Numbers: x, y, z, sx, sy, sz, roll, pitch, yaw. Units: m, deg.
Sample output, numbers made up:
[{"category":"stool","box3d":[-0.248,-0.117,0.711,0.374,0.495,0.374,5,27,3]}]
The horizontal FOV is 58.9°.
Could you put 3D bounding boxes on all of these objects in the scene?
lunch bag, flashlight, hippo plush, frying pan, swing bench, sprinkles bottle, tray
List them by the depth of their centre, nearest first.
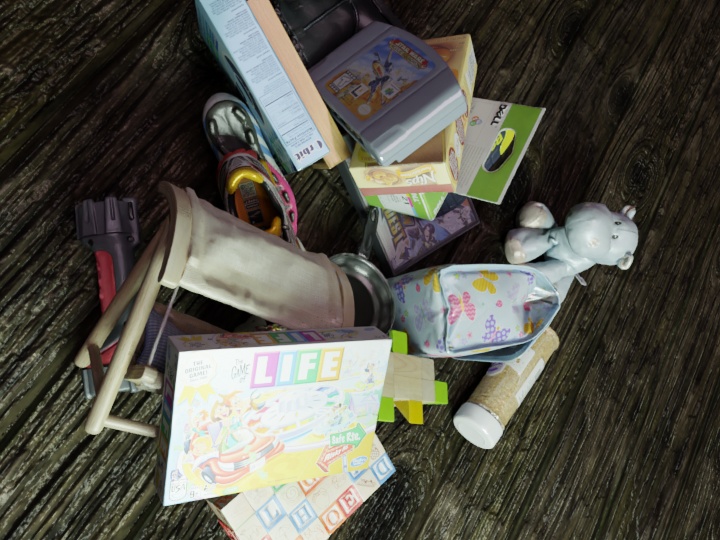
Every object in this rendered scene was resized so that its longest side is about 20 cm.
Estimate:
[{"category":"swing bench","box3d":[-0.126,0.055,0.598,0.198,0.130,0.201,25,98,-35]},{"category":"flashlight","box3d":[-0.264,0.028,0.666,0.067,0.067,0.203,-3,82,-56]},{"category":"tray","box3d":[-0.082,-0.219,0.765,0.037,0.099,0.201,-31,106,-8]},{"category":"frying pan","box3d":[-0.014,0.000,0.790,0.114,0.031,0.192,7,62,-36]},{"category":"lunch bag","box3d":[0.140,0.057,0.838,0.198,0.169,0.129,-3,85,-31]},{"category":"sprinkles bottle","box3d":[0.215,0.161,0.931,0.068,0.068,0.200,51,63,-16]},{"category":"hippo plush","box3d":[0.333,-0.022,0.966,0.198,0.160,0.161,22,74,-27]}]

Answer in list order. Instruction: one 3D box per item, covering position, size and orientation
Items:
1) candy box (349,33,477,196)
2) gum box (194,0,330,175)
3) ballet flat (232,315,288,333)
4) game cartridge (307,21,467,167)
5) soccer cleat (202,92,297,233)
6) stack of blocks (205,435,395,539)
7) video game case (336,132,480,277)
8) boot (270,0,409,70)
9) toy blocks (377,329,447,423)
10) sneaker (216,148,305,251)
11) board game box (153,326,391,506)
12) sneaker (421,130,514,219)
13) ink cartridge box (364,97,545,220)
[{"category":"candy box","box3d":[0.067,-0.185,0.756,0.055,0.114,0.202,56,41,-51]},{"category":"gum box","box3d":[-0.112,-0.206,0.714,0.044,0.170,0.201,-31,101,-7]},{"category":"ballet flat","box3d":[-0.099,0.079,0.763,0.198,0.076,0.064,-8,58,-35]},{"category":"game cartridge","box3d":[0.026,-0.213,0.734,0.133,0.200,0.042,-40,142,1]},{"category":"soccer cleat","box3d":[-0.127,-0.117,0.759,0.069,0.087,0.202,-21,120,-4]},{"category":"stack of blocks","box3d":[-0.066,0.253,0.759,0.199,0.058,0.116,-36,103,-29]},{"category":"video game case","box3d":[0.067,-0.121,0.897,0.180,0.025,0.202,-30,100,-30]},{"category":"boot","box3d":[-0.026,-0.298,0.834,0.162,0.073,0.199,-40,102,-27]},{"category":"toy blocks","box3d":[-0.012,0.129,0.745,0.199,0.136,0.101,18,65,-44]},{"category":"sneaker","box3d":[-0.105,-0.029,0.699,0.077,0.082,0.202,-24,112,-3]},{"category":"board game box","box3d":[-0.073,0.121,0.560,0.198,0.034,0.136,0,107,-32]},{"category":"sneaker","box3d":[0.128,-0.155,0.886,0.200,0.082,0.074,-47,144,-10]},{"category":"ink cartridge box","box3d":[0.111,-0.138,0.791,0.149,0.198,0.076,-60,148,-20]}]
